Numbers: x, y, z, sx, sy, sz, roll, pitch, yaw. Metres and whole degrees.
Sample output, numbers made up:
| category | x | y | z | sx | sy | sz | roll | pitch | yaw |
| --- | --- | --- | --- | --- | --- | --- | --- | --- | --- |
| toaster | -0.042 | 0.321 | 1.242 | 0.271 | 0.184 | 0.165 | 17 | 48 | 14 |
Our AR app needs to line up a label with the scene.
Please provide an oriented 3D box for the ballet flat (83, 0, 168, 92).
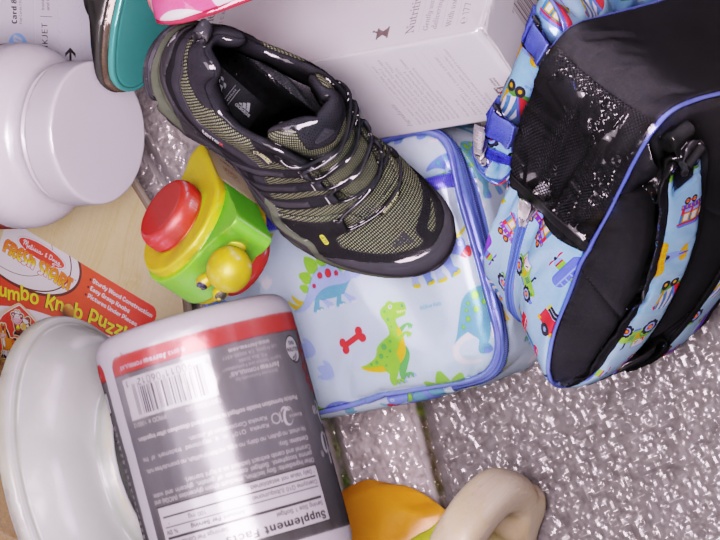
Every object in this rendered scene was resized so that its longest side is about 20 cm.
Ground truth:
| category | x | y | z | sx | sy | sz | roll | pitch | yaw |
| --- | --- | --- | --- | --- | --- | --- | --- | --- | --- |
| ballet flat | -0.125 | -0.205 | 1.600 | 0.068 | 0.068 | 0.201 | 26 | 100 | 34 |

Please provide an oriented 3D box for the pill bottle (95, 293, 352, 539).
| category | x | y | z | sx | sy | sz | roll | pitch | yaw |
| --- | --- | --- | --- | --- | --- | --- | --- | --- | --- |
| pill bottle | -0.070 | 0.123 | 1.537 | 0.115 | 0.116 | 0.201 | -17 | 86 | 31 |

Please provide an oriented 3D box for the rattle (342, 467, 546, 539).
| category | x | y | z | sx | sy | sz | roll | pitch | yaw |
| --- | --- | --- | --- | --- | --- | --- | --- | --- | --- |
| rattle | 0.015 | 0.158 | 1.546 | 0.143 | 0.200 | 0.131 | 39 | 116 | 18 |

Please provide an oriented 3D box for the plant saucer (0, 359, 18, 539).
| category | x | y | z | sx | sy | sz | roll | pitch | yaw |
| --- | --- | --- | --- | --- | --- | --- | --- | --- | --- |
| plant saucer | -0.240 | 0.119 | 1.755 | 0.199 | 0.035 | 0.201 | 24 | 133 | 28 |

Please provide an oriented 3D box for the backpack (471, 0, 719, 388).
| category | x | y | z | sx | sy | sz | roll | pitch | yaw |
| --- | --- | --- | --- | --- | --- | --- | --- | --- | --- |
| backpack | 0.141 | -0.044 | 1.458 | 0.134 | 0.182 | 0.201 | 41 | 128 | 27 |

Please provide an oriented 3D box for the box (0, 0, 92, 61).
| category | x | y | z | sx | sy | sz | roll | pitch | yaw |
| --- | --- | --- | --- | --- | --- | --- | --- | --- | --- |
| box | -0.149 | -0.196 | 1.670 | 0.199 | 0.041 | 0.157 | 5 | 101 | 28 |

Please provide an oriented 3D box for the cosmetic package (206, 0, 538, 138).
| category | x | y | z | sx | sy | sz | roll | pitch | yaw |
| --- | --- | --- | --- | --- | --- | --- | --- | --- | --- |
| cosmetic package | 0.007 | -0.139 | 1.540 | 0.199 | 0.081 | 0.113 | -8 | 53 | 29 |

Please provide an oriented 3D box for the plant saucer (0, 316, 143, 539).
| category | x | y | z | sx | sy | sz | roll | pitch | yaw |
| --- | --- | --- | --- | --- | --- | --- | --- | --- | --- |
| plant saucer | -0.138 | 0.119 | 1.598 | 0.050 | 0.200 | 0.201 | -16 | 91 | 22 |

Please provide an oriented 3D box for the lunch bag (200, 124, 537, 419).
| category | x | y | z | sx | sy | sz | roll | pitch | yaw |
| --- | --- | --- | --- | --- | --- | --- | --- | --- | --- |
| lunch bag | 0.000 | 0.000 | 1.598 | 0.199 | 0.082 | 0.162 | -11 | 91 | 30 |

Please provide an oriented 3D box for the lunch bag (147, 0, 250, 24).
| category | x | y | z | sx | sy | sz | roll | pitch | yaw |
| --- | --- | --- | --- | --- | --- | --- | --- | --- | --- |
| lunch bag | -0.040 | -0.206 | 1.464 | 0.175 | 0.200 | 0.082 | -21 | 109 | 2 |

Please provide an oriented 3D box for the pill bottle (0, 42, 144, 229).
| category | x | y | z | sx | sy | sz | roll | pitch | yaw |
| --- | --- | --- | --- | --- | --- | --- | --- | --- | --- |
| pill bottle | -0.232 | -0.080 | 1.670 | 0.199 | 0.112 | 0.113 | 0 | 99 | 37 |

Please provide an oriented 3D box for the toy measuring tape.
| category | x | y | z | sx | sy | sz | roll | pitch | yaw |
| --- | --- | --- | --- | --- | --- | --- | --- | --- | --- |
| toy measuring tape | -0.095 | -0.034 | 1.557 | 0.200 | 0.073 | 0.074 | -116 | 44 | -59 |

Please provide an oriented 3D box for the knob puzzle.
| category | x | y | z | sx | sy | sz | roll | pitch | yaw |
| --- | --- | --- | --- | --- | --- | --- | --- | --- | --- |
| knob puzzle | -0.176 | 0.020 | 1.732 | 0.218 | 0.030 | 0.221 | 6 | 102 | 30 |

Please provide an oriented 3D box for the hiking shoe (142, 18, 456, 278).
| category | x | y | z | sx | sy | sz | roll | pitch | yaw |
| --- | --- | --- | --- | --- | --- | --- | --- | --- | --- |
| hiking shoe | -0.026 | -0.060 | 1.465 | 0.199 | 0.101 | 0.076 | 35 | 80 | -14 |
